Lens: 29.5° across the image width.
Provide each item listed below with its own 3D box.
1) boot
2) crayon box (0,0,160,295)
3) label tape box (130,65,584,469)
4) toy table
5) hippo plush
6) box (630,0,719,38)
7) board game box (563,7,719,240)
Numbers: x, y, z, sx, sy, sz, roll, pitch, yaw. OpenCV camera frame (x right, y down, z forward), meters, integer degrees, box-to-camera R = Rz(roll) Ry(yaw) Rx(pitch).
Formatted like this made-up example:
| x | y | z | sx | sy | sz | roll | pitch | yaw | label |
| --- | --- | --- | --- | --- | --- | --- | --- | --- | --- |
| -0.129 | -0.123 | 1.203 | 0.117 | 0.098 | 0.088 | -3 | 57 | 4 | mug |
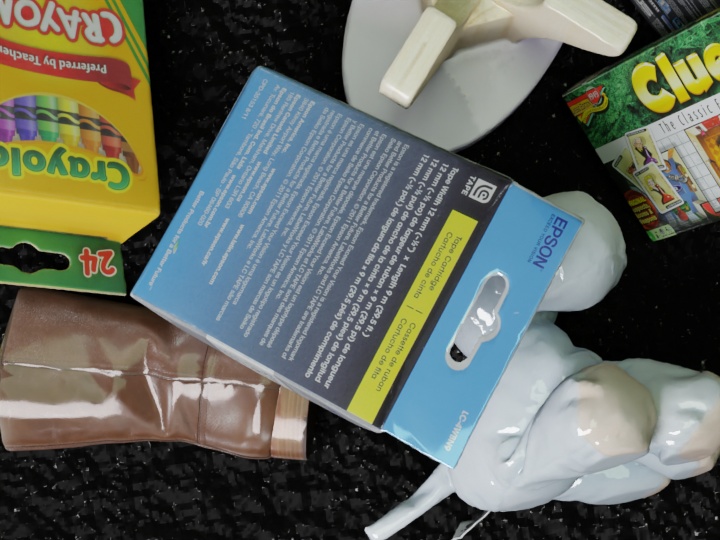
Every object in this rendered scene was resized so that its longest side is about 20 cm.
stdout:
| x | y | z | sx | sy | sz | roll | pitch | yaw | label |
| --- | --- | --- | --- | --- | --- | --- | --- | --- | --- |
| -0.121 | 0.017 | 0.805 | 0.197 | 0.064 | 0.190 | 4 | 85 | 6 | boot |
| -0.180 | -0.093 | 0.758 | 0.126 | 0.051 | 0.203 | 6 | 69 | -38 | crayon box |
| 0.000 | 0.000 | 0.719 | 0.198 | 0.066 | 0.145 | 26 | 81 | 18 | label tape box |
| 0.065 | -0.163 | 0.781 | 0.181 | 0.117 | 0.203 | 20 | 86 | 2 | toy table |
| 0.109 | 0.048 | 0.777 | 0.199 | 0.158 | 0.163 | -30 | 63 | 40 | hippo plush |
| 0.232 | -0.129 | 0.753 | 0.049 | 0.161 | 0.201 | -37 | 86 | -8 | box |
| 0.195 | -0.083 | 0.730 | 0.023 | 0.200 | 0.106 | -34 | 94 | -27 | board game box |
